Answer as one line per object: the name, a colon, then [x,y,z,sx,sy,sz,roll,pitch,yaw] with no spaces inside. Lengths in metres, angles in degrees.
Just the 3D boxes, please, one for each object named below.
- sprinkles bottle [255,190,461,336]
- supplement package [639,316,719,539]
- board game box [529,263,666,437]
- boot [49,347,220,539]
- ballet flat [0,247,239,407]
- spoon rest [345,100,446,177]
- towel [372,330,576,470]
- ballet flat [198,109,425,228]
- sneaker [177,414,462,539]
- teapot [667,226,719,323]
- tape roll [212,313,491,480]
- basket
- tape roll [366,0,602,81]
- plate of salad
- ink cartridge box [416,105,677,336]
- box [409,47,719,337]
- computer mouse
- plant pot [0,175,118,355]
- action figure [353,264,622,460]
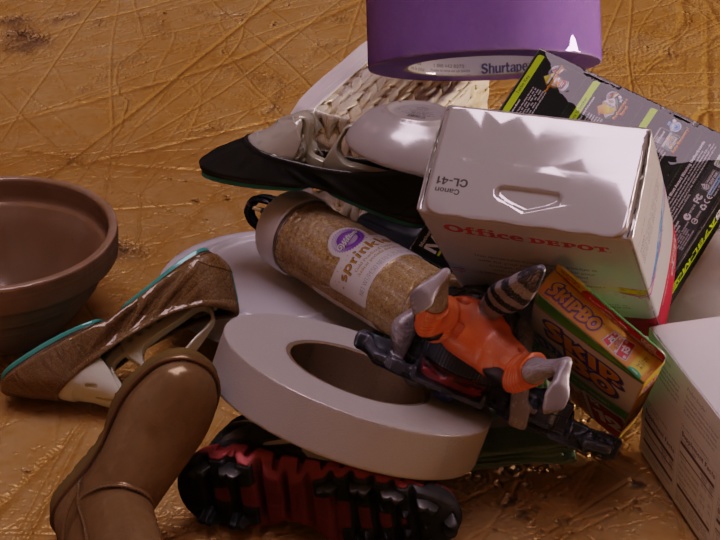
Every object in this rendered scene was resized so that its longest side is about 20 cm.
sprinkles bottle: [0.000,0.000,1.358,0.068,0.068,0.200,-21,34,-32]
supplement package: [0.303,0.123,1.195,0.156,0.111,0.200,-7,31,-12]
board game box: [0.161,0.060,1.219,0.096,0.200,0.030,41,76,14]
boot: [-0.135,0.165,1.099,0.066,0.175,0.200,27,18,-23]
ballet flat: [-0.179,0.061,1.342,0.200,0.068,0.072,-31,75,-9]
spoon rest: [0.085,-0.086,1.319,0.200,0.061,0.099,11,24,17]
towel: [0.074,0.091,1.345,0.152,0.023,0.200,-5,31,-6]
ballet flat: [-0.028,-0.089,1.385,0.200,0.068,0.068,13,18,7]
sneaker: [-0.021,0.141,1.205,0.200,0.071,0.098,8,33,17]
teapot: [0.247,-0.023,1.417,0.200,0.146,0.197,-3,29,-2]
tape roll: [-0.006,0.086,1.221,0.203,0.037,0.203,18,13,-4]
basket: [0.029,-0.116,1.601,0.123,0.136,0.200,16,33,20]
tape roll: [0.104,-0.214,1.478,0.200,0.085,0.200,-2,-1,0]
plate of salad: [-0.068,0.022,1.440,0.200,0.048,0.200,3,29,-2]
ink cartridge box: [0.137,-0.030,1.211,0.147,0.200,0.086,8,70,18]
box: [0.170,-0.048,1.345,0.193,0.048,0.200,28,79,25]
computer mouse: [-0.015,-0.031,1.523,0.200,0.059,0.034,11,29,22]
plant pot: [-0.297,0.005,1.428,0.201,0.093,0.201,0,30,0]
action figure: [0.104,0.053,1.182,0.200,0.105,0.193,24,-2,-3]
